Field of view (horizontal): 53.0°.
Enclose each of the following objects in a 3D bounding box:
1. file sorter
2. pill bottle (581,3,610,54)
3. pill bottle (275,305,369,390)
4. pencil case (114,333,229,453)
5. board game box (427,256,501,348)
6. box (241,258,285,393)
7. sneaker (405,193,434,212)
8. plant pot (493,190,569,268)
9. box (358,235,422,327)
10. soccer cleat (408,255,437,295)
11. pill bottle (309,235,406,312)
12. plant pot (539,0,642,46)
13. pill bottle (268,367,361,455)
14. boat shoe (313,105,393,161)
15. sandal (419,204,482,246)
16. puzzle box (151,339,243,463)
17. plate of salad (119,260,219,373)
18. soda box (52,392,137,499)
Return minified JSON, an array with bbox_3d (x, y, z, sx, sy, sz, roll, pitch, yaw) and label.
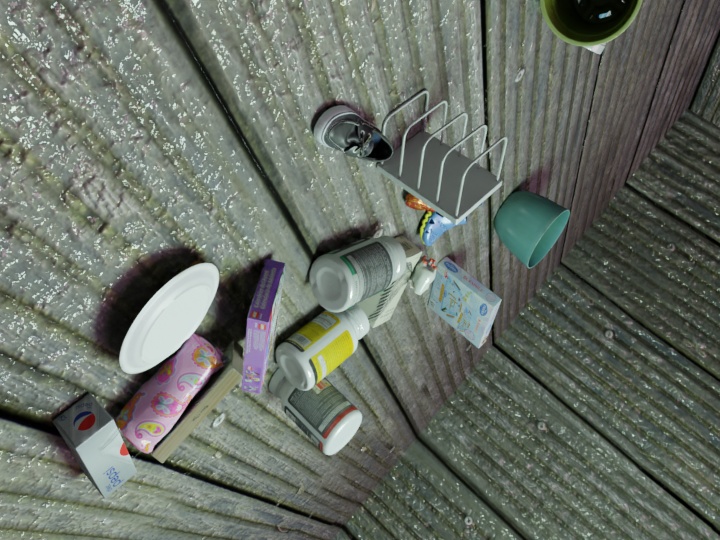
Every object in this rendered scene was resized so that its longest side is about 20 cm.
[{"bbox_3d":[0.147,-0.214,1.304,0.138,0.199,0.126,-38,150,-28],"label":"file sorter"},{"bbox_3d":[0.563,-0.605,1.640,0.108,0.108,0.203,-17,139,-54],"label":"pill bottle"},{"bbox_3d":[-0.074,0.152,1.525,0.199,0.111,0.113,-36,153,-33],"label":"pill bottle"},{"bbox_3d":[-0.307,0.196,1.177,0.201,0.087,0.088,-50,158,-11],"label":"pencil case"},{"bbox_3d":[0.285,0.090,2.012,0.041,0.199,0.202,-37,154,-29],"label":"board game box"},{"bbox_3d":[-0.171,0.100,1.266,0.139,0.038,0.202,-81,-177,-45],"label":"box"},{"bbox_3d":[0.156,-0.168,1.579,0.199,0.072,0.079,-12,111,-58],"label":"sneaker"},{"bbox_3d":[0.489,-0.136,2.120,0.200,0.160,0.202,-40,155,-24],"label":"plant pot"},{"bbox_3d":[0.062,0.026,1.657,0.082,0.068,0.203,-23,143,-51],"label":"box"},{"bbox_3d":[0.141,0.004,1.717,0.079,0.068,0.200,-62,-178,10],"label":"soccer cleat"},{"bbox_3d":[0.000,0.000,1.441,0.198,0.113,0.115,-23,145,-47],"label":"pill bottle"},{"bbox_3d":[0.479,-0.568,1.474,0.203,0.198,0.190,-63,168,27],"label":"plant pot"},{"bbox_3d":[-0.100,0.288,1.559,0.115,0.199,0.117,-39,155,-23],"label":"pill bottle"},{"bbox_3d":[-0.003,-0.212,1.182,0.071,0.066,0.199,-56,157,12],"label":"boat shoe"},{"bbox_3d":[0.216,-0.137,1.693,0.201,0.087,0.079,-52,159,5],"label":"sandal"},{"bbox_3d":[-0.273,0.217,1.223,0.200,0.025,0.133,-46,-162,5],"label":"puzzle box"},{"bbox_3d":[-0.287,0.066,1.073,0.201,0.048,0.201,-50,167,-16],"label":"plate of salad"},{"bbox_3d":[-0.409,0.277,1.126,0.068,0.063,0.202,-38,154,-29],"label":"soda box"}]
